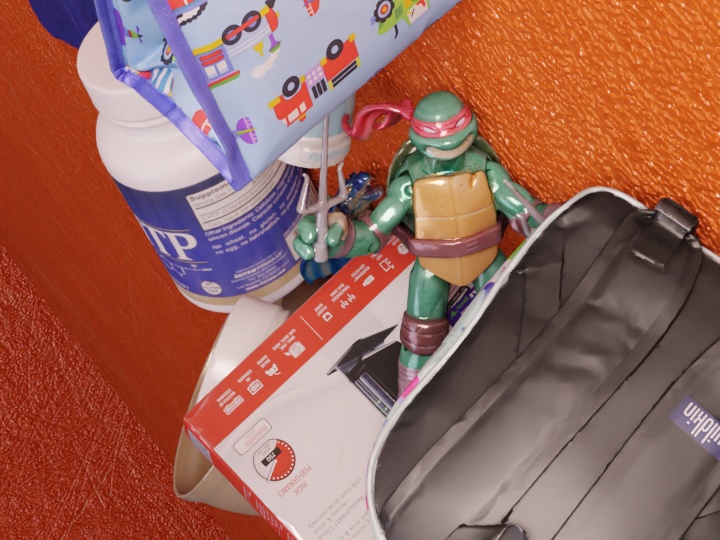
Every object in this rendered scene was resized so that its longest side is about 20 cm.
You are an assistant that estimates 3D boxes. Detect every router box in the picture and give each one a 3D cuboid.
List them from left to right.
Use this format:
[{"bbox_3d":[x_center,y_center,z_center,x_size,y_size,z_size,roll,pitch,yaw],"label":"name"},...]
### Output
[{"bbox_3d":[0.031,0.085,0.900,0.179,0.200,0.049,44,164,12],"label":"router box"}]

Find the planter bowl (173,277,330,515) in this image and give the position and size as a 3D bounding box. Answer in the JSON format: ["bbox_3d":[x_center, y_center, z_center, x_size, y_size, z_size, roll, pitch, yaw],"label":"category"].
[{"bbox_3d":[-0.042,0.102,1.213,0.133,0.202,0.200,23,170,-15],"label":"planter bowl"}]

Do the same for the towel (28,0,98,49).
[{"bbox_3d":[-0.199,-0.220,1.111,0.199,0.049,0.149,25,145,57],"label":"towel"}]

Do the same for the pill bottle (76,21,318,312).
[{"bbox_3d":[-0.104,-0.078,1.037,0.119,0.120,0.201,35,159,40],"label":"pill bottle"}]

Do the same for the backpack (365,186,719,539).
[{"bbox_3d":[0.101,0.090,0.698,0.177,0.200,0.151,38,162,15],"label":"backpack"}]

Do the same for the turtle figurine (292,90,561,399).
[{"bbox_3d":[0.050,-0.016,0.810,0.148,0.101,0.202,-3,125,14],"label":"turtle figurine"}]

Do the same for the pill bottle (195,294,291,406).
[{"bbox_3d":[0.003,0.094,0.984,0.198,0.115,0.114,21,162,2],"label":"pill bottle"}]

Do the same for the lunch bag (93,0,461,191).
[{"bbox_3d":[-0.037,-0.154,0.610,0.094,0.150,0.201,41,163,25],"label":"lunch bag"}]

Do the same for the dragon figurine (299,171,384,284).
[{"bbox_3d":[0.000,0.000,1.047,0.100,0.059,0.200,48,164,5],"label":"dragon figurine"}]

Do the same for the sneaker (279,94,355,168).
[{"bbox_3d":[-0.059,-0.144,0.891,0.200,0.073,0.083,44,135,36],"label":"sneaker"}]
